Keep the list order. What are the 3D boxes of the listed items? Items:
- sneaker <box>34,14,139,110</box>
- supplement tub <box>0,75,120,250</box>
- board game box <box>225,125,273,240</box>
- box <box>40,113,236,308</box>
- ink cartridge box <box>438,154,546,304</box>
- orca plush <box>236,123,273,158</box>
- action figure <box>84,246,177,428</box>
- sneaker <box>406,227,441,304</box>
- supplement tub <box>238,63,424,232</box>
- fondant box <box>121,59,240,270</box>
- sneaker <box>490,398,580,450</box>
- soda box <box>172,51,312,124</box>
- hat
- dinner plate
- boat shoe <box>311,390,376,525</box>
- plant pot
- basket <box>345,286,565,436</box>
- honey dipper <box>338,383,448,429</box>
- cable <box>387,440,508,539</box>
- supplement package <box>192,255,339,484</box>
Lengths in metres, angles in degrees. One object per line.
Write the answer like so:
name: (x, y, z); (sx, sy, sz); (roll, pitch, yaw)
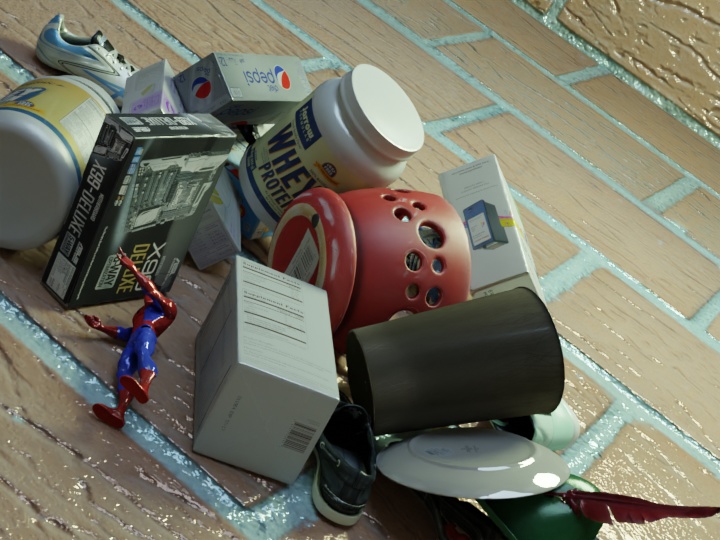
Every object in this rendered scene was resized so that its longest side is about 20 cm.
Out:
sneaker: (-0.334, -0.269, 1.855); (0.198, 0.073, 0.072); (28, 23, -11)
supplement tub: (-0.339, -0.122, 1.484); (0.143, 0.146, 0.200); (30, 24, -3)
board game box: (-0.145, -0.132, 1.838); (0.195, 0.056, 0.199); (42, 26, 20)
box: (-0.227, -0.064, 1.440); (0.050, 0.202, 0.157); (38, 24, 26)
ink cartridge box: (0.178, -0.026, 1.848); (0.146, 0.086, 0.202); (58, 18, -52)
orca plush: (-0.149, -0.193, 1.836); (0.201, 0.070, 0.106); (-86, 160, -52)
action figure: (-0.233, 0.056, 1.361); (0.099, 0.065, 0.201); (43, 21, -15)
sneaker: (0.084, -0.009, 1.871); (0.084, 0.078, 0.200); (23, 16, -1)
supplement tub: (-0.035, -0.139, 1.682); (0.144, 0.199, 0.146); (34, 36, -29)
fondant box: (-0.205, -0.123, 1.619); (0.145, 0.058, 0.201); (-99, 164, -59)
sneaker: (0.172, 0.133, 1.682); (0.118, 0.074, 0.201); (7, 36, -54)
soda box: (-0.136, -0.217, 1.683); (0.199, 0.068, 0.064); (-12, 78, -63)
hat: (0.226, 0.216, 1.416); (0.200, 0.176, 0.166); (47, 5, 8)
dinner plate: (0.113, 0.188, 1.415); (0.197, 0.025, 0.200); (0, 10, 0)
boat shoe: (-0.016, 0.168, 1.413); (0.074, 0.067, 0.200); (25, 25, -11)
plant pot: (0.000, 0.000, 1.593); (0.180, 0.202, 0.201); (8, 32, -31)
basket: (0.092, 0.101, 1.484); (0.197, 0.138, 0.180); (-10, 6, -12)
honey dipper: (0.010, 0.140, 1.543); (0.197, 0.038, 0.038); (16, 28, -23)
cable: (0.080, 0.251, 1.426); (0.199, 0.051, 0.096); (34, 28, 34)
supplement package: (-0.097, 0.095, 1.399); (0.108, 0.115, 0.201); (21, 27, -17)
